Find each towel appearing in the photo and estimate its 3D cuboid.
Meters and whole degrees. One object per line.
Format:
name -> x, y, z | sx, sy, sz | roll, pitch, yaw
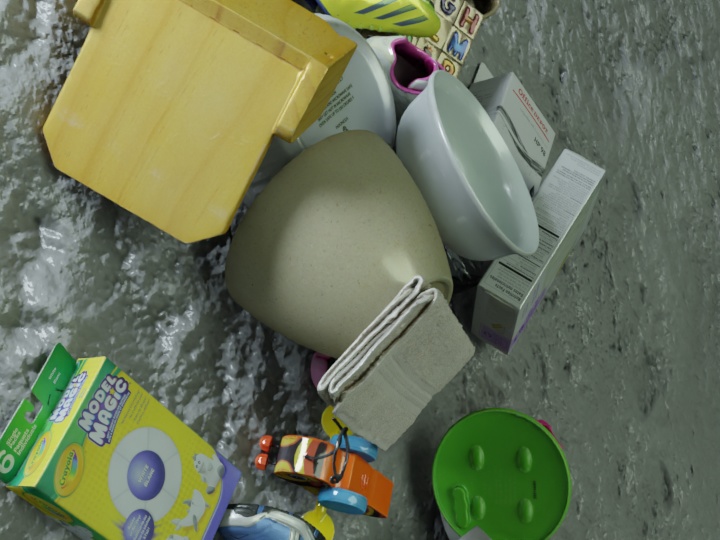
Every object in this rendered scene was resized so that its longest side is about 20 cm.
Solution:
towel -> 0.037, 0.087, 0.893 | 0.133, 0.034, 0.200 | -46, 155, -2

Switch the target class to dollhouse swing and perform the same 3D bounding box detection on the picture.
dollhouse swing -> -0.137, -0.151, 0.870 | 0.197, 0.178, 0.182 | 28, 22, 0

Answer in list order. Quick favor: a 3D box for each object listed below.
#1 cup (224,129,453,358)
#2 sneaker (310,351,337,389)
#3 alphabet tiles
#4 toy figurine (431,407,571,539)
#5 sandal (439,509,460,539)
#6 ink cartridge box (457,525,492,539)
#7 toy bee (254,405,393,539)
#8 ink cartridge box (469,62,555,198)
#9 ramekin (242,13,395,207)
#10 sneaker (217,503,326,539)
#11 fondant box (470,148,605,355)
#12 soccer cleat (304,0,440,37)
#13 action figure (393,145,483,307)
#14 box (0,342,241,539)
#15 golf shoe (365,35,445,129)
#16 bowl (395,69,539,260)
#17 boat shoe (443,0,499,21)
cup -> 0.000, 0.000, 0.918 | 0.143, 0.202, 0.199 | 42, 35, 25
sneaker -> 0.031, 0.044, 1.022 | 0.078, 0.095, 0.203 | 33, 76, -27
alphabet tiles -> 0.054, -0.270, 1.143 | 0.165, 0.006, 0.203 | 30, 78, -27
toy figurine -> 0.175, 0.240, 1.155 | 0.184, 0.147, 0.205 | -8, 95, -70
sandal -> 0.127, 0.345, 1.153 | 0.082, 0.049, 0.207 | -1, 71, -59
ink cartridge box -> 0.092, 0.381, 0.974 | 0.198, 0.144, 0.149 | -34, 111, -11
toy bee -> -0.038, 0.177, 0.968 | 0.202, 0.106, 0.132 | 78, 26, -42
ink cartridge box -> 0.174, -0.157, 1.273 | 0.116, 0.066, 0.203 | 45, 53, -34
ramekin -> -0.048, -0.151, 0.999 | 0.200, 0.093, 0.207 | 10, 77, -47
sneaker -> -0.062, 0.279, 0.924 | 0.201, 0.075, 0.078 | 50, 46, -29
fondant box -> 0.203, -0.019, 1.196 | 0.201, 0.058, 0.145 | -54, 164, -18
soccer cleat -> -0.007, -0.276, 1.069 | 0.197, 0.064, 0.085 | 20, 85, -26
action figure -> 0.055, -0.055, 1.122 | 0.130, 0.069, 0.202 | -42, 112, -38
box -> -0.190, 0.158, 0.822 | 0.200, 0.048, 0.119 | 46, 52, -32
golf shoe -> 0.071, -0.177, 1.101 | 0.199, 0.091, 0.076 | 34, 68, -28
bowl -> 0.091, -0.088, 1.030 | 0.201, 0.089, 0.203 | 46, 28, -33
boat shoe -> 0.090, -0.309, 1.204 | 0.198, 0.064, 0.074 | -15, 94, -48
